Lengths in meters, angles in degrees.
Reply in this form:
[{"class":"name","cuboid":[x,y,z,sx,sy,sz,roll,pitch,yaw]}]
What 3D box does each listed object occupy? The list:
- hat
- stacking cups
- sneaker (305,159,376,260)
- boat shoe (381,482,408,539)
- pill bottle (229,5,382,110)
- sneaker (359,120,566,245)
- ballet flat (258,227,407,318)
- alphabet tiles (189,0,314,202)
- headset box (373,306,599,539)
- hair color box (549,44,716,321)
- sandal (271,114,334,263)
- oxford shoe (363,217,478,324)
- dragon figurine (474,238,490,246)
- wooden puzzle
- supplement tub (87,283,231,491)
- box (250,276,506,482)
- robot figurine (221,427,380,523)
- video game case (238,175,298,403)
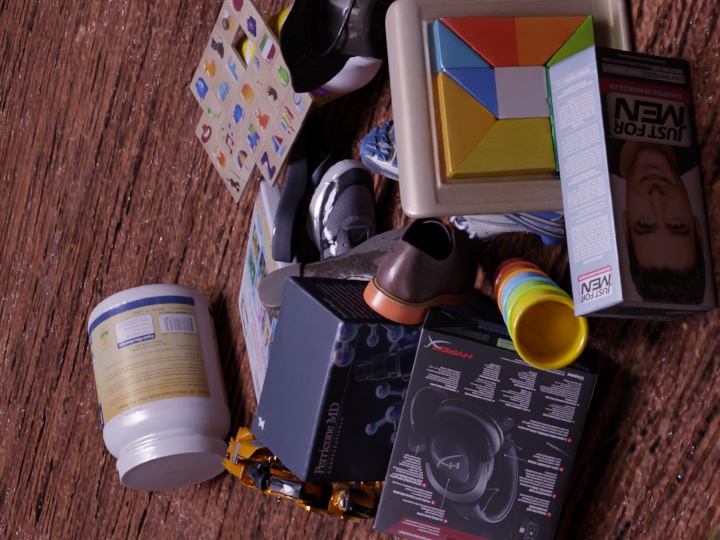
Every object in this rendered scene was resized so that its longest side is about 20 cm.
[{"class":"hat","cuboid":[0.009,-0.228,1.620,0.081,0.200,0.202,24,112,16]},{"class":"stacking cups","cuboid":[0.144,0.025,1.536,0.200,0.060,0.061,-95,16,-76]},{"class":"sneaker","cuboid":[0.000,0.000,1.820,0.114,0.075,0.201,35,122,53]},{"class":"boat shoe","cuboid":[0.073,0.246,1.676,0.200,0.075,0.074,47,129,51]},{"class":"pill bottle","cuboid":[-0.044,-0.219,1.878,0.200,0.104,0.105,-18,72,57]},{"class":"sneaker","cuboid":[0.092,-0.064,1.579,0.077,0.199,0.086,-72,-3,-49]},{"class":"ballet flat","cuboid":[0.002,0.009,1.754,0.046,0.199,0.068,62,-164,-51]},{"class":"alphabet tiles","cuboid":[-0.117,-0.168,1.905,0.168,0.008,0.200,58,144,24]},{"class":"headset box","cuboid":[0.102,0.149,1.556,0.077,0.148,0.201,-60,-17,-73]},{"class":"hair color box","cuboid":[0.210,-0.065,1.455,0.061,0.098,0.201,-21,69,54]},{"class":"sandal","cuboid":[-0.053,-0.078,1.888,0.201,0.043,0.076,-79,-6,-46]},{"class":"oxford shoe","cuboid":[0.069,-0.013,1.626,0.071,0.200,0.073,28,112,10]},{"class":"dragon figurine","cuboid":[0.089,-0.112,1.637,0.099,0.200,0.059,-37,19,2]},{"class":"wooden puzzle","cuboid":[0.126,-0.138,1.523,0.037,0.199,0.186,102,164,-77]},{"class":"supplement tub","cuboid":[-0.222,0.131,2.098,0.144,0.144,0.201,-42,53,49]},{"class":"box","cuboid":[0.026,0.096,1.645,0.107,0.199,0.149,37,119,54]},{"class":"robot figurine","cuboid":[-0.053,0.199,1.829,0.200,0.144,0.059,8,83,63]},{"class":"video game case","cuboid":[-0.092,0.035,1.941,0.201,0.024,0.183,-105,21,-46]}]
